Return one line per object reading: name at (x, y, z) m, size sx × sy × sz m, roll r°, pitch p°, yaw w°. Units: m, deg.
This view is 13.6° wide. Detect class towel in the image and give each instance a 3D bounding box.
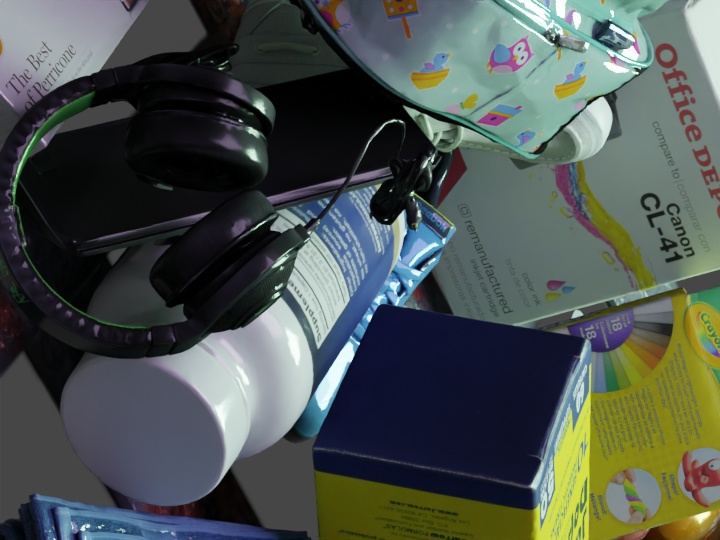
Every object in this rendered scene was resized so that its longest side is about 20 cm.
towel at (-0.086, 0.166, 1.361) m, size 0.200 × 0.048 × 0.112 m, roll 16°, pitch 64°, yaw -55°

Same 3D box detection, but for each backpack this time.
backpack at (0.045, -0.158, 1.415) m, size 0.200 × 0.153 × 0.176 m, roll 7°, pitch 49°, yaw -53°

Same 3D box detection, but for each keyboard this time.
keyboard at (-0.074, -0.063, 1.399) m, size 0.199 × 0.021 × 0.127 m, roll -14°, pitch 47°, yaw -26°

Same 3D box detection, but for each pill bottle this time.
pill bottle at (-0.062, 0.019, 1.402) m, size 0.111 × 0.111 × 0.200 m, roll 61°, pitch 34°, yaw -21°

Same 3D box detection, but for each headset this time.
headset at (-0.065, -0.028, 1.314) m, size 0.199 × 0.094 × 0.124 m, roll -10°, pitch 78°, yaw -15°

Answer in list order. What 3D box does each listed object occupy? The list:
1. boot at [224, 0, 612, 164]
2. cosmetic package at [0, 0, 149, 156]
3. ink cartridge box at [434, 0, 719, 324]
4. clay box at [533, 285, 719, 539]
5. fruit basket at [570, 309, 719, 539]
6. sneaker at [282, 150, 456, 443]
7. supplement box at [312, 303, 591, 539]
boot at (0.024, -0.074, 1.538) m, size 0.074 × 0.199 × 0.096 m, roll 101°, pitch 7°, yaw -53°
cosmetic package at (-0.144, -0.134, 1.382) m, size 0.083 × 0.051 × 0.200 m, roll 48°, pitch 39°, yaw -18°
ink cartridge box at (0.126, -0.063, 1.635) m, size 0.086 × 0.199 × 0.148 m, roll -43°, pitch 113°, yaw -56°
clay box at (0.116, 0.084, 1.577) m, size 0.048 × 0.199 × 0.115 m, roll -49°, pitch 124°, yaw -87°
fruit basket at (0.152, 0.150, 1.733) m, size 0.200 × 0.094 × 0.185 m, roll 47°, pitch 39°, yaw -14°
sneaker at (0.000, 0.000, 1.542) m, size 0.066 × 0.078 × 0.201 m, roll 54°, pitch 39°, yaw -34°
supplement box at (0.048, 0.132, 1.456) m, size 0.109 × 0.109 × 0.201 m, roll -65°, pitch 159°, yaw -46°
